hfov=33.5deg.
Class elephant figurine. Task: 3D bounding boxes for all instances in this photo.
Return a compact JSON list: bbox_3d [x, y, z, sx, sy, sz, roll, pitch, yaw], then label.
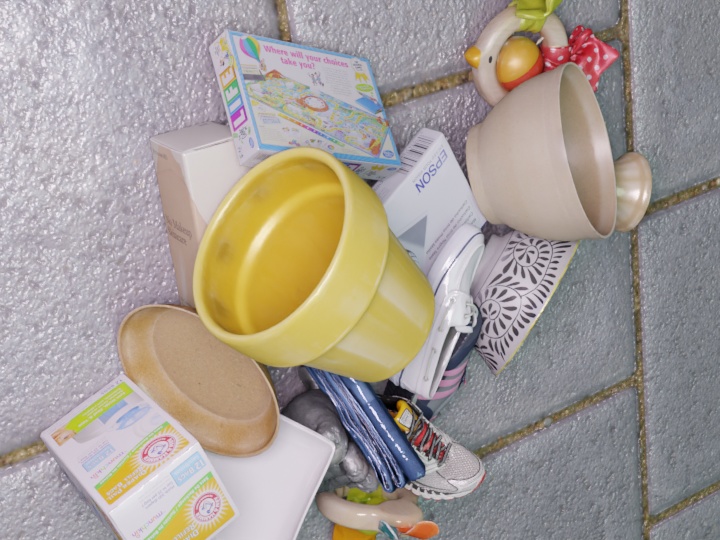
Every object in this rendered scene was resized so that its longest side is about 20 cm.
[{"bbox_3d":[-0.090,0.238,1.341,0.199,0.155,0.142,-36,111,6],"label":"elephant figurine"}]

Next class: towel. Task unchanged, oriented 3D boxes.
[{"bbox_3d":[-0.002,0.151,1.313,0.048,0.112,0.201,-35,82,1],"label":"towel"}]

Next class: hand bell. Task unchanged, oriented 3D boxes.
[{"bbox_3d":[0.257,-0.114,1.511,0.197,0.104,0.106,8,101,-22],"label":"hand bell"}]

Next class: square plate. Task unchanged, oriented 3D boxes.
[{"bbox_3d":[-0.137,0.237,1.293,0.028,0.196,0.203,17,96,-64],"label":"square plate"}]

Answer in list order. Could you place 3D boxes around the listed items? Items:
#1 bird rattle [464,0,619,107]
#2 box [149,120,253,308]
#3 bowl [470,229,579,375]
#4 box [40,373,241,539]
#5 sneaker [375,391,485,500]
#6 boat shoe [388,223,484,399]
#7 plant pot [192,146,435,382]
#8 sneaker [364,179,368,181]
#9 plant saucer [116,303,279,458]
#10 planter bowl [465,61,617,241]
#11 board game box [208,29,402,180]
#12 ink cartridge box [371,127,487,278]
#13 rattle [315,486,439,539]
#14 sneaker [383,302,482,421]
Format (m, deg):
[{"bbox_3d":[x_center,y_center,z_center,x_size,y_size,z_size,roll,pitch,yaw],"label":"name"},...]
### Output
[{"bbox_3d":[0.203,-0.263,1.430,0.163,0.113,0.200,-42,137,-2],"label":"bird rattle"},{"bbox_3d":[-0.151,-0.044,1.242,0.077,0.095,0.203,-19,113,-27],"label":"box"},{"bbox_3d":[0.176,0.017,1.453,0.093,0.201,0.202,31,86,2],"label":"bowl"},{"bbox_3d":[-0.224,0.204,1.205,0.112,0.199,0.102,-36,122,-18],"label":"box"},{"bbox_3d":[0.054,0.199,1.394,0.083,0.198,0.078,109,7,-53],"label":"sneaker"},{"bbox_3d":[0.102,0.049,1.349,0.073,0.066,0.202,1,116,-63],"label":"boat shoe"},{"bbox_3d":[-0.030,0.013,1.161,0.188,0.200,0.202,34,86,-41],"label":"plant pot"},{"bbox_3d":[-0.042,-0.041,1.330,0.079,0.074,0.203,20,93,-41],"label":"sneaker"},{"bbox_3d":[-0.161,0.107,1.239,0.036,0.198,0.202,-50,130,-43],"label":"plant saucer"},{"bbox_3d":[0.203,-0.124,1.385,0.200,0.133,0.203,33,51,-54],"label":"planter bowl"},{"bbox_3d":[-0.054,-0.167,1.236,0.198,0.034,0.136,3,64,-44],"label":"board game box"},{"bbox_3d":[0.062,-0.020,1.354,0.200,0.040,0.201,-51,134,-19],"label":"ink cartridge box"},{"bbox_3d":[0.019,0.321,1.403,0.129,0.199,0.145,15,96,-37],"label":"rattle"},{"bbox_3d":[0.103,0.109,1.442,0.081,0.071,0.201,6,135,-34],"label":"sneaker"}]
